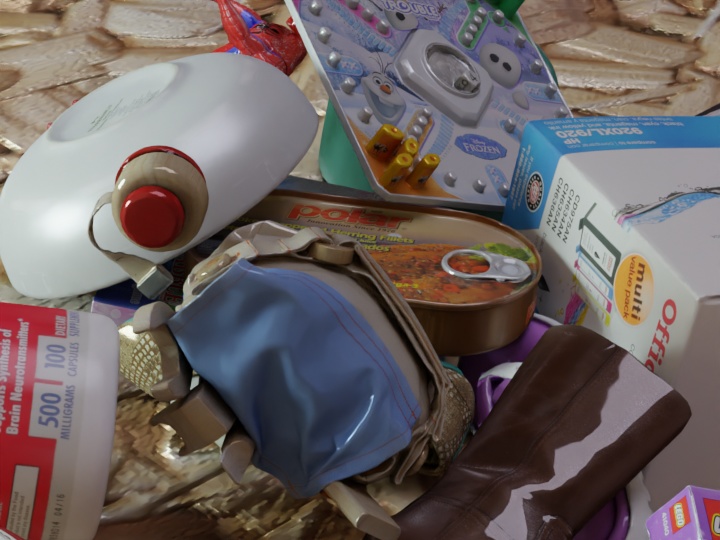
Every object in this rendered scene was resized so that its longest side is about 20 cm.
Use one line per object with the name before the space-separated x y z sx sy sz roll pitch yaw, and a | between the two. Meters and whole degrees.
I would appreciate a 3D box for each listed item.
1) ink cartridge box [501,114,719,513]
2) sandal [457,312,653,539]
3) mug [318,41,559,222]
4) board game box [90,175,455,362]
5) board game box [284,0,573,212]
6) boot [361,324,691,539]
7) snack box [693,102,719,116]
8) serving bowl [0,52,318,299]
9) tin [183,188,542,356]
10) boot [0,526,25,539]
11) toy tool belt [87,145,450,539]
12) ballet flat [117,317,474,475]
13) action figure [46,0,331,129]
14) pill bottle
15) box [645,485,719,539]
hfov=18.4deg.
ink cartridge box | 0.180 0.024 1.244 0.143 0.148 0.200 -2 31 -26
sandal | 0.096 0.081 1.166 0.050 0.083 0.203 32 16 -36
mug | 0.053 -0.117 1.477 0.150 0.115 0.186 6 30 -12
board game box | -0.045 0.005 1.293 0.198 0.041 0.200 11 29 -2
board game box | 0.055 -0.121 1.337 0.199 0.026 0.201 4 51 -40
boot | 0.111 0.119 1.058 0.186 0.065 0.200 29 56 31
snack box | 0.209 -0.070 1.425 0.199 0.024 0.072 -27 23 12
serving bowl | -0.125 -0.068 1.255 0.199 0.066 0.200 -23 23 10
tin | 0.000 0.000 1.221 0.198 0.042 0.112 8 33 6
boot | -0.081 0.164 0.971 0.199 0.073 0.144 36 35 22
toy tool belt | -0.047 0.035 1.053 0.200 0.125 0.123 44 22 -15
ballet flat | -0.038 0.069 1.165 0.198 0.071 0.066 7 52 -2
action figure | -0.111 -0.140 1.363 0.199 0.100 0.065 -18 20 24
pill bottle | -0.217 0.065 1.042 0.198 0.113 0.113 7 29 -11
box | 0.229 0.179 1.004 0.198 0.039 0.138 12 52 -28
